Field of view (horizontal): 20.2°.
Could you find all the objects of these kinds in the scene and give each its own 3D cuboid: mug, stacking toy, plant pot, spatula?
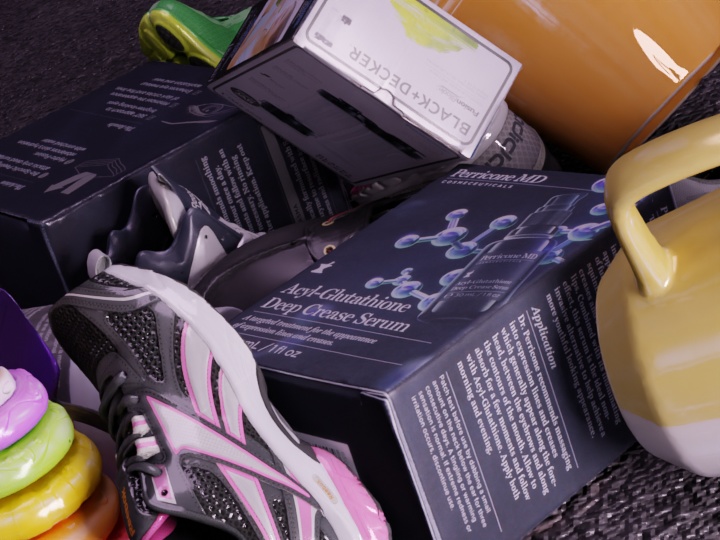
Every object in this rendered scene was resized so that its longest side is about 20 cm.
[{"bbox_3d":[0.179,0.004,0.863,0.153,0.187,0.149,-18,16,24],"label":"mug"},{"bbox_3d":[-0.165,0.085,0.918,0.110,0.201,0.116,-35,28,-32],"label":"stacking toy"},{"bbox_3d":[0.124,-0.164,1.219,0.200,0.183,0.200,-45,-7,-7],"label":"plant pot"},{"bbox_3d":[-0.112,0.081,0.958,0.200,0.057,0.021,38,48,14],"label":"spatula"}]

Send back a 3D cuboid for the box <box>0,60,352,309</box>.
[{"bbox_3d":[-0.144,-0.037,1.280,0.200,0.118,0.196,-31,24,-27],"label":"box"}]

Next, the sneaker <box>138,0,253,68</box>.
[{"bbox_3d":[-0.075,-0.158,1.425,0.074,0.084,0.200,1,-11,46],"label":"sneaker"}]

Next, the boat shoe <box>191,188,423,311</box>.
[{"bbox_3d":[-0.001,-0.003,1.100,0.201,0.074,0.063,-15,-12,-20],"label":"boat shoe"}]

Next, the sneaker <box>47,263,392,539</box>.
[{"bbox_3d":[-0.077,0.082,0.891,0.086,0.080,0.200,-32,64,-35],"label":"sneaker"}]

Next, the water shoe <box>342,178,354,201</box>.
[{"bbox_3d":[0.037,-0.105,1.348,0.199,0.072,0.079,-19,21,2],"label":"water shoe"}]

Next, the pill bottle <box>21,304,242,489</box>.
[{"bbox_3d":[-0.148,0.071,1.051,0.199,0.111,0.111,-9,25,25],"label":"pill bottle"}]

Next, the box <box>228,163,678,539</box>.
[{"bbox_3d":[0.047,0.042,0.962,0.200,0.107,0.148,-35,26,-33],"label":"box"}]

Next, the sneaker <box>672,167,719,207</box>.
[{"bbox_3d":[0.239,-0.058,1.069,0.200,0.080,0.074,-25,21,-16],"label":"sneaker"}]

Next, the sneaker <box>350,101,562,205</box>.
[{"bbox_3d":[0.060,-0.054,1.222,0.074,0.087,0.200,-54,11,-18],"label":"sneaker"}]

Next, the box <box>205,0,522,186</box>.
[{"bbox_3d":[-0.003,-0.107,1.120,0.060,0.116,0.200,-60,13,-10],"label":"box"}]

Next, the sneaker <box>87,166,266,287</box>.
[{"bbox_3d":[-0.069,-0.013,1.150,0.199,0.130,0.079,-26,25,-15],"label":"sneaker"}]
